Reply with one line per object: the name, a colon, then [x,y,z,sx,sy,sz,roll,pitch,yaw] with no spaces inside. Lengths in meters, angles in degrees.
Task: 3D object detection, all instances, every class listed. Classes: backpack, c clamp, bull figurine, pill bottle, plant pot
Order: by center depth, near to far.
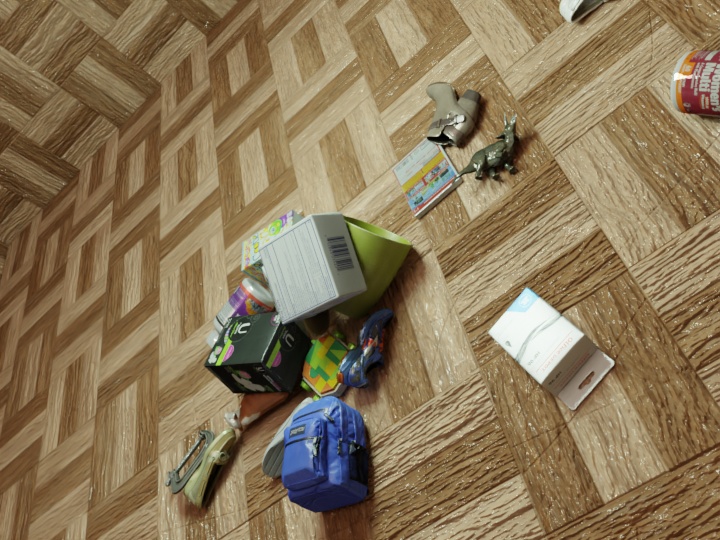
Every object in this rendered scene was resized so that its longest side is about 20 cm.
pill bottle: [0.649,-0.318,1.151,0.199,0.109,0.111,24,81,50]
backpack: [-0.072,0.361,1.374,0.160,0.168,0.203,-20,47,26]
plant pot: [0.000,0.000,1.556,0.186,0.185,0.204,32,105,50]
bull figurine: [-0.251,0.312,1.660,0.198,0.065,0.123,-30,40,21]
c clamp: [-0.443,0.486,1.732,0.201,0.027,0.171,-51,19,2]
pill bottle: [-0.328,0.132,1.826,0.201,0.111,0.111,-52,40,4]

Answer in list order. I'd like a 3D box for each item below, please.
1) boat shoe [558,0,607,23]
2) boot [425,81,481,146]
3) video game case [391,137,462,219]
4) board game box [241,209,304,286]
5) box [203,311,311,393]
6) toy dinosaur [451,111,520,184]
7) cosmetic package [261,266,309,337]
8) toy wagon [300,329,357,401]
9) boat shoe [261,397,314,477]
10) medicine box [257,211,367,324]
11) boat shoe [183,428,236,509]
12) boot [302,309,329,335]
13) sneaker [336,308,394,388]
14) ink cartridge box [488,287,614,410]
boat shoe: [0.543,-0.634,1.508,0.200,0.070,0.070,-42,42,29]
boot: [0.206,-0.385,1.671,0.198,0.070,0.148,23,79,47]
video game case: [0.160,-0.236,1.658,0.142,0.017,0.202,-40,42,18]
board game box: [-0.224,-0.059,1.857,0.198,0.104,0.105,-29,46,29]
box: [-0.244,0.198,1.608,0.197,0.125,0.150,-8,45,35]
toy dinosaur: [0.293,-0.249,1.507,0.199,0.077,0.103,-41,30,25]
cosmetic package: [-0.183,0.082,1.650,0.050,0.203,0.083,-23,37,-12]
toy wagon: [-0.085,0.216,1.580,0.157,0.039,0.199,-56,40,-1]
boat shoe: [-0.153,0.379,1.527,0.201,0.073,0.067,-53,6,14]
medicine box: [-0.109,-0.004,1.480,0.198,0.102,0.186,-26,80,41]
boat shoe: [-0.358,0.485,1.656,0.063,0.073,0.202,33,87,23]
boot: [-0.111,0.062,1.649,0.071,0.155,0.204,-21,80,5]
sneaker: [0.025,0.175,1.483,0.077,0.076,0.202,26,71,14]
ink cartridge box: [0.334,0.135,1.192,0.117,0.068,0.200,-50,40,7]
